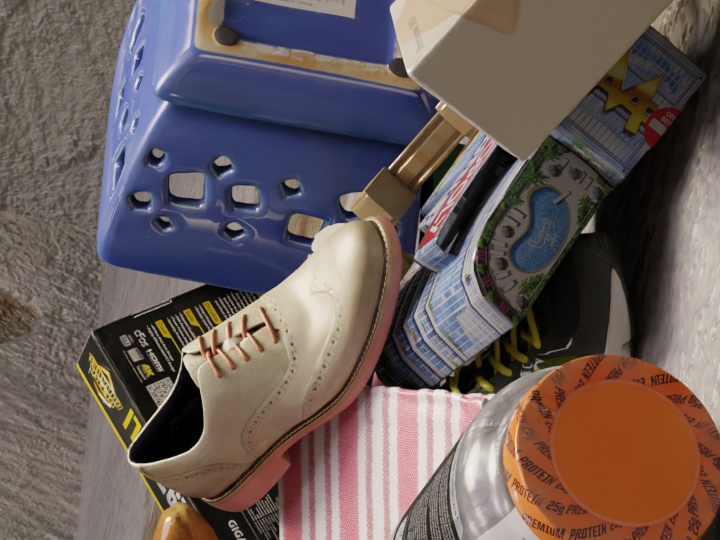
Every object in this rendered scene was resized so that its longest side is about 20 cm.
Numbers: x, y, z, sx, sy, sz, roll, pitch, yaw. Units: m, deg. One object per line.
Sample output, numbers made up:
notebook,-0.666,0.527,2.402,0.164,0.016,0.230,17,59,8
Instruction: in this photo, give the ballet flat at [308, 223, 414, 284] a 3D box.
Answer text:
ballet flat,0.000,0.000,1.705,0.069,0.063,0.200,-39,1,-5

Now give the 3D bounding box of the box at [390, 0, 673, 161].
box,0.110,-0.160,1.441,0.200,0.078,0.095,-48,21,15

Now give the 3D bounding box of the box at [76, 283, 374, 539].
box,-0.057,0.099,1.838,0.200,0.159,0.049,57,149,18

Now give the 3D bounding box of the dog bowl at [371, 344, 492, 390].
dog bowl,0.041,0.109,1.725,0.200,0.074,0.201,-168,90,-85

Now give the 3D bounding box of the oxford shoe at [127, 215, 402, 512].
oxford shoe,-0.049,0.048,1.569,0.200,0.074,0.071,-55,38,25

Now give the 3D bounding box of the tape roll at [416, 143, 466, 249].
tape roll,0.042,0.015,1.940,0.200,0.048,0.201,-169,90,-80

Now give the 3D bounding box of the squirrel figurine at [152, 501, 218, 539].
squirrel figurine,-0.057,0.259,1.596,0.187,0.142,0.200,36,166,40

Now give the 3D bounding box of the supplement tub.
supplement tub,0.088,0.120,1.365,0.200,0.122,0.123,119,160,-62

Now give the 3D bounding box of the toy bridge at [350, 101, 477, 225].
toy bridge,0.065,-0.095,1.594,0.200,0.027,0.067,-47,3,38

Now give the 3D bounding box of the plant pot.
plant pot,-0.048,-0.114,1.846,0.180,0.200,0.200,108,169,-49

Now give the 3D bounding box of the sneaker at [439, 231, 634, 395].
sneaker,0.083,0.066,1.554,0.075,0.084,0.200,-97,20,-58

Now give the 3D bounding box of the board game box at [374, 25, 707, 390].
board game box,0.089,-0.047,1.541,0.200,0.062,0.200,-54,5,-27

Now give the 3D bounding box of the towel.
towel,0.020,0.132,1.562,0.200,0.030,0.147,2,92,55
